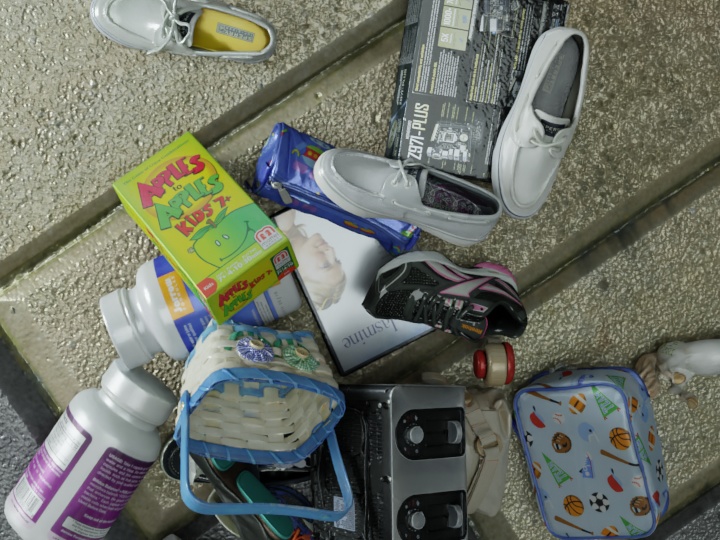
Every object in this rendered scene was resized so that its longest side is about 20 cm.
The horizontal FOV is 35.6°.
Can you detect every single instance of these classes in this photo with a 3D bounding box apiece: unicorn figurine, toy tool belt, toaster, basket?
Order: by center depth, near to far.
[{"bbox_3d":[-0.103,0.152,1.113,0.174,0.203,0.139,10,139,-29],"label":"basket"},{"bbox_3d":[0.025,0.211,1.174,0.117,0.199,0.185,3,83,-31],"label":"toaster"},{"bbox_3d":[0.102,0.175,1.244,0.120,0.125,0.204,0,111,-7],"label":"toy tool belt"},{"bbox_3d":[0.413,0.107,1.289,0.196,0.138,0.075,7,108,6],"label":"unicorn figurine"}]

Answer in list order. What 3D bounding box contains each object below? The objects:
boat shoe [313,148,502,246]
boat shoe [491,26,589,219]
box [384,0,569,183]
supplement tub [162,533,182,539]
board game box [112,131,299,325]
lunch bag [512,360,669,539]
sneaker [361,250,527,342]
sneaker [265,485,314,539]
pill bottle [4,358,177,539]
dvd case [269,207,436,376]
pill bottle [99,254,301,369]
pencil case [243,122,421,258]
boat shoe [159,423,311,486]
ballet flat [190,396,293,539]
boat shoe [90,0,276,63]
[{"bbox_3d":[0.051,-0.082,1.137,0.197,0.069,0.073,25,59,-11],"label":"boat shoe"},{"bbox_3d":[0.191,-0.150,1.153,0.071,0.066,0.203,19,95,-11],"label":"boat shoe"},{"bbox_3d":[0.123,-0.201,1.214,0.160,0.086,0.204,7,97,-10],"label":"box"},{"bbox_3d":[-0.164,0.399,1.231,0.199,0.144,0.145,39,92,-11],"label":"supplement tub"},{"bbox_3d":[-0.160,-0.047,1.143,0.101,0.200,0.048,-36,145,-12],"label":"board game box"},{"bbox_3d":[0.257,0.203,1.272,0.158,0.075,0.204,-9,100,35],"label":"lunch bag"},{"bbox_3d":[0.101,0.035,1.208,0.196,0.087,0.081,-1,129,-26],"label":"sneaker"},{"bbox_3d":[-0.060,0.315,1.267,0.199,0.078,0.076,40,91,-11],"label":"sneaker"},{"bbox_3d":[-0.284,0.201,1.203,0.111,0.112,0.201,35,93,-11],"label":"pill bottle"},{"bbox_3d":[0.000,0.000,1.261,0.141,0.018,0.203,-26,101,-4],"label":"dvd case"},{"bbox_3d":[-0.171,0.027,1.193,0.197,0.112,0.114,-24,101,-4],"label":"pill bottle"},{"bbox_3d":[-0.021,-0.083,1.193,0.197,0.088,0.078,24,129,-11],"label":"pencil case"},{"bbox_3d":[-0.126,0.206,1.251,0.196,0.062,0.076,0,100,-6],"label":"boat shoe"},{"bbox_3d":[-0.149,0.220,1.196,0.068,0.068,0.202,-30,90,23],"label":"ballet flat"},{"bbox_3d":[-0.183,-0.255,1.165,0.198,0.086,0.076,13,96,-10],"label":"boat shoe"}]
